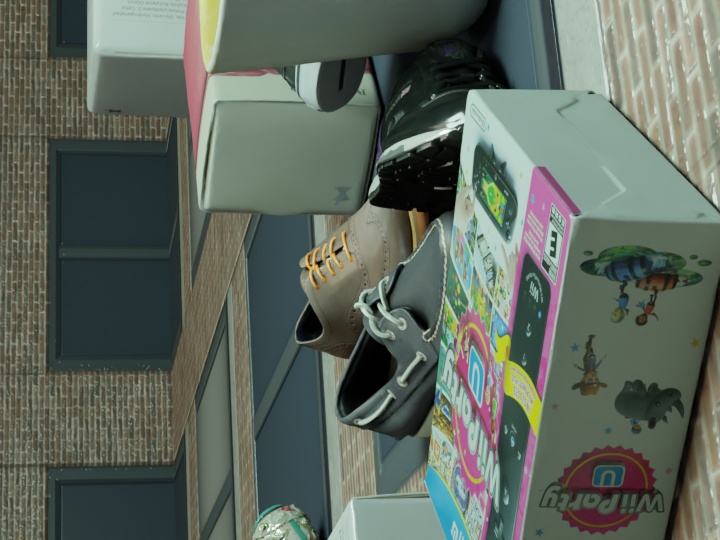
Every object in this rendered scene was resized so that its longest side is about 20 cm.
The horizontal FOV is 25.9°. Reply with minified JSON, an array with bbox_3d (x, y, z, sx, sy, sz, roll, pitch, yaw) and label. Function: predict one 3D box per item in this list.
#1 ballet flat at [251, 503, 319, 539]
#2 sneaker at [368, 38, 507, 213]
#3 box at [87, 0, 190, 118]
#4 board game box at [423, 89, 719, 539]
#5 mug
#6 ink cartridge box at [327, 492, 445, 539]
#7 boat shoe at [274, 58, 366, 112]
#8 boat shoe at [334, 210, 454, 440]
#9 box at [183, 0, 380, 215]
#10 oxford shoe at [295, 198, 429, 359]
[{"bbox_3d":[-0.069,0.289,1.388,0.064,0.076,0.200,40,145,30],"label":"ballet flat"},{"bbox_3d":[0.043,-0.086,0.825,0.200,0.075,0.088,158,118,-78],"label":"sneaker"},{"bbox_3d":[-0.179,-0.264,1.603,0.199,0.199,0.172,135,136,-73],"label":"box"},{"bbox_3d":[0.080,0.042,0.654,0.148,0.064,0.201,-113,25,-63],"label":"board game box"},{"bbox_3d":[-0.011,-0.187,0.883,0.187,0.153,0.150,-124,35,-71],"label":"mug"},{"bbox_3d":[0.021,0.226,0.888,0.200,0.083,0.146,113,154,-61],"label":"ink cartridge box"},{"bbox_3d":[-0.030,-0.197,1.012,0.071,0.072,0.200,32,131,25],"label":"boat shoe"},{"bbox_3d":[0.027,0.037,0.913,0.200,0.063,0.073,106,161,-52],"label":"boat shoe"},{"bbox_3d":[-0.066,-0.147,1.215,0.200,0.127,0.109,-103,18,-46],"label":"box"},{"bbox_3d":[0.000,0.000,1.021,0.200,0.073,0.071,106,161,-52],"label":"oxford shoe"}]
